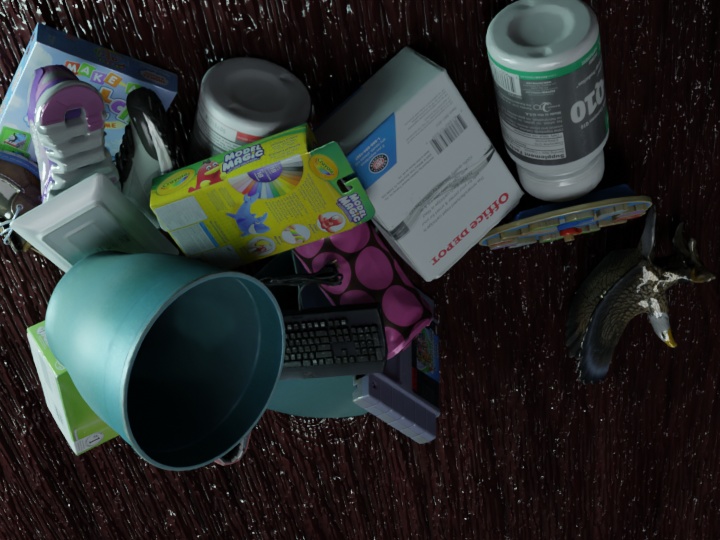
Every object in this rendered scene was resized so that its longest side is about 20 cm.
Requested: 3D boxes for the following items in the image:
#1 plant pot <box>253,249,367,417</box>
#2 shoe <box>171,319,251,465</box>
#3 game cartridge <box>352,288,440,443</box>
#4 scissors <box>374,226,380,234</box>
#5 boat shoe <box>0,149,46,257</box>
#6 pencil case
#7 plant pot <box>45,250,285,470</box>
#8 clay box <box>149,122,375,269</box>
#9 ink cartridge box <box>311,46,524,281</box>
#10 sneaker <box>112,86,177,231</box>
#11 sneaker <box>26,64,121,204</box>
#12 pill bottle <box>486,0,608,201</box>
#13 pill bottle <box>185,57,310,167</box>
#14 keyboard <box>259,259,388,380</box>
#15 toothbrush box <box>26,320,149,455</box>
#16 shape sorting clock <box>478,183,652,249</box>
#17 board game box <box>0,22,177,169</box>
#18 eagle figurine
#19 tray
[{"bbox_3d":[-0.045,0.094,1.557,0.199,0.142,0.141,25,128,-37],"label":"plant pot"},{"bbox_3d":[-0.165,0.132,1.435,0.071,0.091,0.201,-26,142,-24],"label":"shoe"},{"bbox_3d":[0.045,0.092,1.520,0.129,0.201,0.038,32,133,-34],"label":"game cartridge"},{"bbox_3d":[0.039,-0.094,1.460,0.073,0.014,0.200,28,126,-32],"label":"scissors"},{"bbox_3d":[-0.347,-0.060,1.349,0.199,0.073,0.072,29,127,-34],"label":"boat shoe"},{"bbox_3d":[0.000,0.000,1.432,0.093,0.201,0.091,-35,180,-29],"label":"pencil case"},{"bbox_3d":[-0.209,0.068,1.277,0.199,0.187,0.201,-24,125,-39],"label":"plant pot"},{"bbox_3d":[-0.095,-0.071,1.275,0.199,0.048,0.115,-18,135,13],"label":"clay box"},{"bbox_3d":[0.061,-0.110,1.357,0.145,0.084,0.200,-42,129,-3],"label":"ink cartridge box"},{"bbox_3d":[-0.227,-0.104,1.320,0.079,0.074,0.201,-8,144,-10],"label":"sneaker"},{"bbox_3d":[-0.293,-0.123,1.280,0.080,0.089,0.201,-19,139,-24],"label":"sneaker"},{"bbox_3d":[0.198,-0.174,1.328,0.112,0.114,0.201,-12,137,5],"label":"pill bottle"},{"bbox_3d":[-0.126,-0.112,1.347,0.113,0.114,0.201,6,135,-14],"label":"pill bottle"},{"bbox_3d":[-0.066,0.057,1.410,0.199,0.021,0.128,-7,96,26],"label":"keyboard"},{"bbox_3d":[-0.261,0.098,1.461,0.199,0.086,0.146,-26,142,-24],"label":"toothbrush box"},{"bbox_3d":[0.230,-0.052,1.445,0.199,0.040,0.200,-16,174,-2],"label":"shape sorting clock"},{"bbox_3d":[-0.300,-0.150,1.340,0.150,0.037,0.200,18,130,-24],"label":"board game box"},{"bbox_3d":[0.323,0.036,1.534,0.199,0.152,0.152,-28,144,10],"label":"eagle figurine"},{"bbox_3d":[-0.268,-0.026,1.330,0.107,0.022,0.200,-30,152,3],"label":"tray"}]
